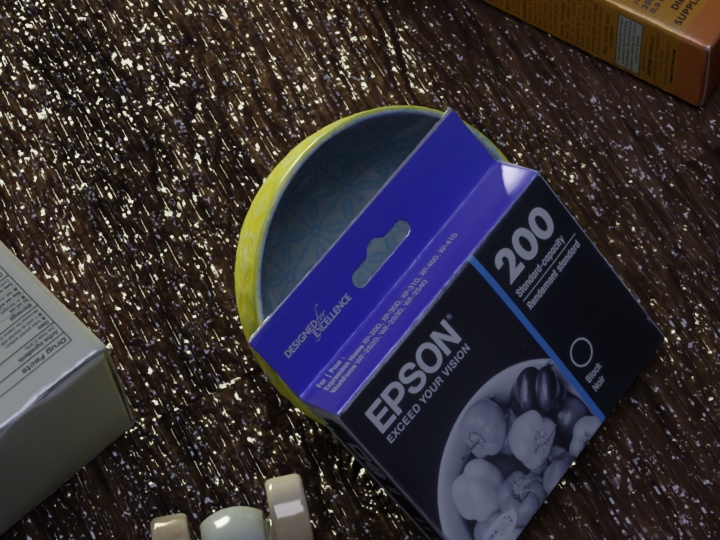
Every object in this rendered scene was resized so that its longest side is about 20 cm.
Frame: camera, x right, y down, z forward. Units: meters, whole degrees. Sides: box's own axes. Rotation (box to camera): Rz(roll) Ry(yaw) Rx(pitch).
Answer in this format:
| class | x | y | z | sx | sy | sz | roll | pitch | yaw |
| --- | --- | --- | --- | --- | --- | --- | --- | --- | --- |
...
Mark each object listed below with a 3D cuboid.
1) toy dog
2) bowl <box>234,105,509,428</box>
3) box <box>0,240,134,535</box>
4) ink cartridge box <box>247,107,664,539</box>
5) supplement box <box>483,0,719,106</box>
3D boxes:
| class | x | y | z | sx | sy | sz | roll | pitch | yaw |
| --- | --- | --- | --- | --- | --- | --- | --- | --- | --- |
| toy dog | -0.060 | 0.217 | 1.154 | 0.132 | 0.096 | 0.200 | 6 | 76 | 5 |
| bowl | 0.000 | 0.000 | 1.235 | 0.200 | 0.200 | 0.108 | -46 | 23 | -19 |
| box | -0.254 | 0.048 | 1.242 | 0.128 | 0.109 | 0.200 | -39 | 65 | -16 |
| ink cartridge box | 0.063 | 0.041 | 1.184 | 0.198 | 0.200 | 0.043 | -50 | 23 | -21 |
| supplement box | 0.162 | -0.191 | 1.368 | 0.200 | 0.069 | 0.067 | 28 | 64 | 22 |
